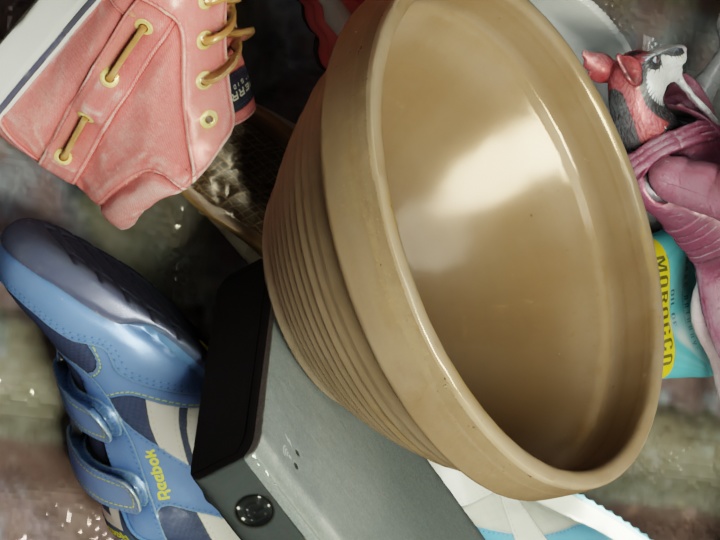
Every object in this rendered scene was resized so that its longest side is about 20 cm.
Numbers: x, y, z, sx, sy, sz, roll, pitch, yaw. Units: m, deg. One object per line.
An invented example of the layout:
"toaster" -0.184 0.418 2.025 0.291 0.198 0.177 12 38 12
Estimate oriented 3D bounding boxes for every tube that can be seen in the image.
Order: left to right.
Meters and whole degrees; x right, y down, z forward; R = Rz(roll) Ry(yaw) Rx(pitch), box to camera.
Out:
"tube" 0.104 0.023 1.161 0.199 0.050 0.078 -10 103 -48

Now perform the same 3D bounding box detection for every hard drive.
"hard drive" 0.006 0.107 0.985 0.201 0.033 0.140 55 18 -25

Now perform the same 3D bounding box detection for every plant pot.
"plant pot" 0.028 -0.007 0.962 0.200 0.092 0.202 30 52 -47

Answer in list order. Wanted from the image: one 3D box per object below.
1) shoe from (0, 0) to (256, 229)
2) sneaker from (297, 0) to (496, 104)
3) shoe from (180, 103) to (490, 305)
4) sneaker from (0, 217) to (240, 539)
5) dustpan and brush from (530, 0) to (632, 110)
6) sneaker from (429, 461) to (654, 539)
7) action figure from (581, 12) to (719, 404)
"shoe" -0.065 -0.100 0.959 0.091 0.200 0.072 40 34 -10
"sneaker" 0.012 -0.131 1.016 0.074 0.086 0.201 -83 151 -51
"shoe" 0.000 0.000 1.058 0.070 0.053 0.200 -43 97 6
"sneaker" -0.085 0.061 1.008 0.082 0.074 0.200 -40 121 0
"dustpan and brush" 0.050 -0.094 1.116 0.200 0.057 0.140 46 67 -26
"sneaker" 0.072 0.132 1.134 0.199 0.076 0.081 33 80 -23
"action figure" 0.162 -0.028 1.164 0.200 0.134 0.149 42 106 -18
